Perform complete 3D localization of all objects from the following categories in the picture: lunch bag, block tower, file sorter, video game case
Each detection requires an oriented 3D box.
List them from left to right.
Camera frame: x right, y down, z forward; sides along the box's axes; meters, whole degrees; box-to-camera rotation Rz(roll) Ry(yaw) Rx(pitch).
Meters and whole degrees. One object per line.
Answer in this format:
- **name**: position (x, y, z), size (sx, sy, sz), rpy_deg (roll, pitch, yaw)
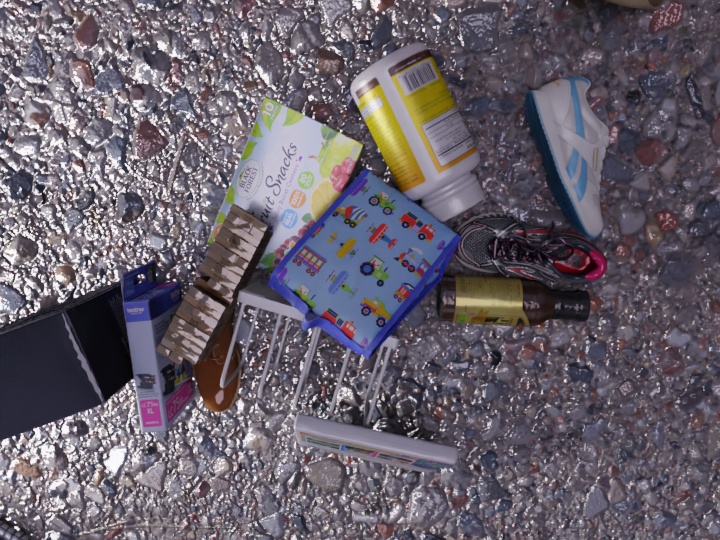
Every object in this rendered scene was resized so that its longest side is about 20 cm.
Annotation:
- **block tower**: position (-0.177, 0.021, 0.773), size (0.053, 0.058, 0.202), rpy_deg (29, 95, 2)
- **file sorter**: position (-0.062, 0.105, 0.796), size (0.196, 0.139, 0.127), rpy_deg (16, 95, 0)
- **lunch bag**: position (0.000, 0.000, 0.733), size (0.150, 0.095, 0.200), rpy_deg (36, 56, 13)
- **video game case**: position (0.014, 0.228, 0.805), size (0.196, 0.183, 0.024), rpy_deg (12, 68, 1)

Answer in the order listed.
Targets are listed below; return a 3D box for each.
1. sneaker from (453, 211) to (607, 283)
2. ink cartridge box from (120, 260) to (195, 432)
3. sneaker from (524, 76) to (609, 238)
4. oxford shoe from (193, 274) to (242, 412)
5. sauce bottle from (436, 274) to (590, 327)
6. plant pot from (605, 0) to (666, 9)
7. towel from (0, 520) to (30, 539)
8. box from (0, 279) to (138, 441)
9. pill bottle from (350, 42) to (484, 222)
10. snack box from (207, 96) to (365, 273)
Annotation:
- **sneaker**: position (0.217, -0.029, 0.799), size (0.196, 0.075, 0.082), rpy_deg (6, 100, 2)
- **ink cartridge box**: position (-0.264, 0.094, 0.818), size (0.041, 0.119, 0.204), rpy_deg (-6, 99, 4)
- **sneaker**: position (0.275, -0.140, 0.778), size (0.079, 0.077, 0.203), rpy_deg (-20, 100, 4)
- **oxford shoe**: position (-0.203, 0.104, 0.843), size (0.070, 0.071, 0.204), rpy_deg (-1, 101, 1)
- **sauce bottle**: position (0.199, 0.041, 0.816), size (0.196, 0.065, 0.066), rpy_deg (3, 100, 4)
- **plant pot**: position (0.279, -0.401, 0.694), size (0.133, 0.199, 0.205), rpy_deg (15, 102, 36)
- **towel**: position (-0.603, 0.454, 0.912), size (0.164, 0.086, 0.202), rpy_deg (31, 99, -4)
- **box**: position (-0.389, 0.112, 0.788), size (0.197, 0.198, 0.125), rpy_deg (-20, 98, 6)
- **pill bottle**: position (0.076, -0.164, 0.766), size (0.108, 0.109, 0.203), rpy_deg (-27, 97, 7)
- **snack box**: position (-0.096, -0.101, 0.812), size (0.140, 0.053, 0.203), rpy_deg (24, 100, 0)
